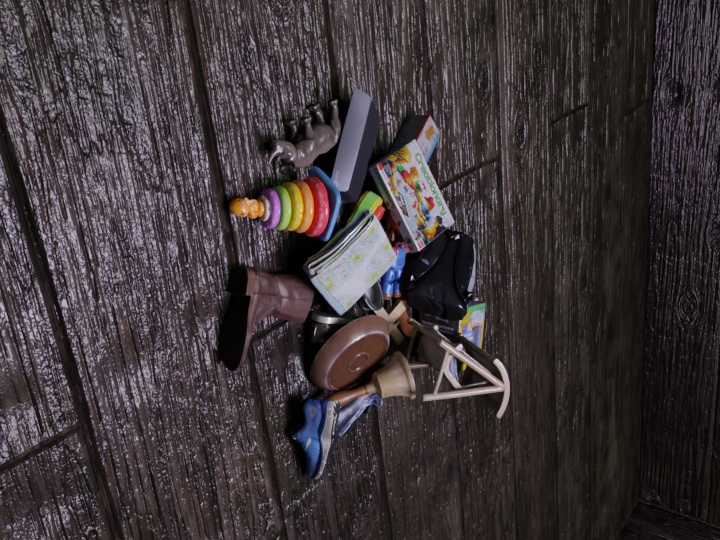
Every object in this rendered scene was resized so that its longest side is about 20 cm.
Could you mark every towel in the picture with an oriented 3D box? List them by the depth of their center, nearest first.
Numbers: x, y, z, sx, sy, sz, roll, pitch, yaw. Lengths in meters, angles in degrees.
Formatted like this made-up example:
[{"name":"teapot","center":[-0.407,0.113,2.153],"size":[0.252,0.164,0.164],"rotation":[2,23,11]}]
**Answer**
[{"name":"towel","center":[-0.013,-0.011,1.363],"size":[0.171,0.048,0.200],"rotation":[-41,151,-5]}]

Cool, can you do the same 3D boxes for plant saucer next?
[{"name":"plant saucer","center":[-0.013,0.180,1.451],"size":[0.198,0.035,0.202],"rotation":[-29,145,-22]}]

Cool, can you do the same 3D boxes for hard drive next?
[{"name":"hard drive","center":[-0.010,-0.240,1.393],"size":[0.135,0.042,0.204],"rotation":[31,72,-78]}]

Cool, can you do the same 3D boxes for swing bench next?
[{"name":"swing bench","center":[0.203,0.207,1.531],"size":[0.197,0.199,0.132],"rotation":[15,96,-19]}]

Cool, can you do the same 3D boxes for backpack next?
[{"name":"backpack","center":[0.189,0.005,1.618],"size":[0.127,0.164,0.203],"rotation":[111,-1,-58]}]

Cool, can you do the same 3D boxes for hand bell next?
[{"name":"hand bell","center":[0.005,0.250,1.458],"size":[0.197,0.104,0.106],"rotation":[-18,116,-15]}]

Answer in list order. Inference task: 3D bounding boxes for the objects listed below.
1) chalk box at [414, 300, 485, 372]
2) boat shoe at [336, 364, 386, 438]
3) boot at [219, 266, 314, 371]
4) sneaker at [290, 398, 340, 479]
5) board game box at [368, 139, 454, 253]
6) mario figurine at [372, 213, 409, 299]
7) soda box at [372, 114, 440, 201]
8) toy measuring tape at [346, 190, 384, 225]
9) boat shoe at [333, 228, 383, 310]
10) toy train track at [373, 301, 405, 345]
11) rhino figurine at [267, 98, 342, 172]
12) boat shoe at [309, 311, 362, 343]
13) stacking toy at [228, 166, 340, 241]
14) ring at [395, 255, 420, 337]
[{"name":"chalk box","center":[0.220,0.128,1.713],"size":[0.123,0.123,0.204],"rotation":[-6,105,-51]},{"name":"boat shoe","center":[-0.008,0.282,1.527],"size":[0.199,0.084,0.069],"rotation":[-37,107,-25]},{"name":"boot","center":[-0.162,0.090,1.299],"size":[0.199,0.063,0.190],"rotation":[11,90,-57]},{"name":"sneaker","center":[-0.096,0.335,1.430],"size":[0.079,0.088,0.203],"rotation":[-58,160,-59]},{"name":"board game box","center":[0.109,-0.157,1.485],"size":[0.126,0.034,0.202],"rotation":[-37,106,-32]},{"name":"mario figurine","center":[0.065,-0.047,1.566],"size":[0.124,0.104,0.204],"rotation":[-76,178,-76]},{"name":"soda box","center":[0.104,-0.247,1.560],"size":[0.069,0.063,0.202],"rotation":[48,61,-45]},{"name":"toy measuring tape","center":[-0.001,-0.110,1.431],"size":[0.200,0.072,0.075],"rotation":[-49,134,-52]},{"name":"boat shoe","center":[0.000,0.000,1.482],"size":[0.076,0.060,0.202],"rotation":[-51,134,-31]},{"name":"toy train track","center":[0.027,0.145,1.569],"size":[0.200,0.032,0.115],"rotation":[-47,115,-25]},{"name":"rhino figurine","center":[-0.102,-0.238,1.298],"size":[0.200,0.059,0.089],"rotation":[-43,128,-39]},{"name":"boat shoe","center":[-0.029,0.126,1.468],"size":[0.199,0.071,0.062],"rotation":[10,94,-44]},{"name":"stacking toy","center":[-0.143,-0.112,1.254],"size":[0.197,0.116,0.111],"rotation":[-7,133,-35]},{"name":"ring","center":[0.140,0.062,1.711],"size":[0.199,0.019,0.205],"rotation":[-14,107,-50]}]
